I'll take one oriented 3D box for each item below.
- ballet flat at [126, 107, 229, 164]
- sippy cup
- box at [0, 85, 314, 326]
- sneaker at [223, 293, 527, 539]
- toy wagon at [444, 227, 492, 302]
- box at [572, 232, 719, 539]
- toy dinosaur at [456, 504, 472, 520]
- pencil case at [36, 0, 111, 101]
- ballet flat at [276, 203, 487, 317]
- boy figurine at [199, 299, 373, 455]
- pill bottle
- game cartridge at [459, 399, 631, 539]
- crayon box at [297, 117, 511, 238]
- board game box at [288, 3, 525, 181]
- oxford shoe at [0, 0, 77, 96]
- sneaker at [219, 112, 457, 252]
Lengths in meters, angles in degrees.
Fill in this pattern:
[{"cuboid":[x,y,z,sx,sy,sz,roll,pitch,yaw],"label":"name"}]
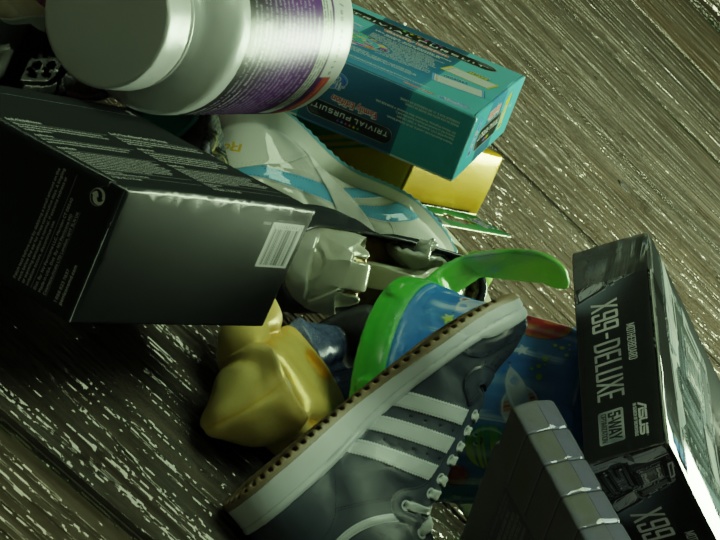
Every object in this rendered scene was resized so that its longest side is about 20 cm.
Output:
[{"cuboid":[-0.108,-0.055,1.474,0.072,0.072,0.201,39,16,-23],"label":"ballet flat"},{"cuboid":[0.076,0.078,1.408,0.129,0.179,0.139,8,5,22],"label":"sippy cup"},{"cuboid":[-0.137,-0.034,1.276,0.141,0.079,0.200,31,12,24],"label":"box"},{"cuboid":[0.033,0.107,1.312,0.109,0.200,0.070,52,-17,1],"label":"sneaker"},{"cuboid":[0.050,0.013,1.725,0.155,0.040,0.201,32,25,-39],"label":"toy wagon"},{"cuboid":[0.175,0.104,1.362,0.158,0.049,0.201,-88,155,-46],"label":"box"},{"cuboid":[0.060,0.112,1.542,0.200,0.047,0.088,49,33,1],"label":"toy dinosaur"},{"cuboid":[-0.155,-0.172,1.570,0.086,0.083,0.200,44,18,-9],"label":"pencil case"},{"cuboid":[0.000,0.000,1.519,0.199,0.073,0.073,11,38,-37],"label":"ballet flat"},{"cuboid":[-0.038,0.059,1.397,0.125,0.064,0.200,64,19,8],"label":"boy figurine"},{"cuboid":[-0.095,-0.146,1.416,0.112,0.111,0.200,52,23,14],"label":"pill bottle"},{"cuboid":[0.091,0.177,1.275,0.038,0.201,0.130,-5,47,-20],"label":"game cartridge"},{"cuboid":[0.011,-0.092,1.707,0.199,0.052,0.125,31,11,27],"label":"crayon box"},{"cuboid":[0.018,-0.123,1.613,0.150,0.047,0.200,24,16,7],"label":"board game box"},{"cuboid":[-0.238,-0.135,1.360,0.084,0.073,0.200,38,11,20],"label":"oxford shoe"},{"cuboid":[-0.022,-0.026,1.588,0.199,0.076,0.081,31,56,-27],"label":"sneaker"}]
